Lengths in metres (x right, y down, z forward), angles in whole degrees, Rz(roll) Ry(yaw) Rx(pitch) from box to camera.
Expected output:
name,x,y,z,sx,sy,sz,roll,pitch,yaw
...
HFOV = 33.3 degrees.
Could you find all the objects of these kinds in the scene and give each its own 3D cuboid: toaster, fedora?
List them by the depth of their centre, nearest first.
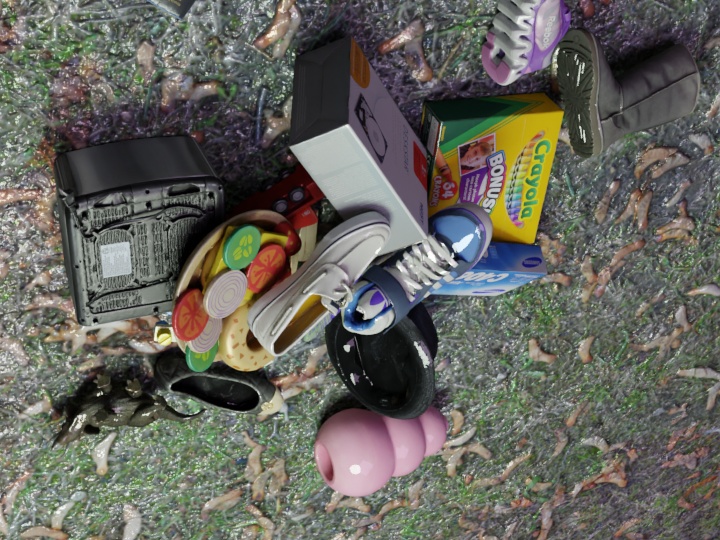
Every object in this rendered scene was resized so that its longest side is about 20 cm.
name,x,y,z,sx,sy,sz,roll,pitch,yaw
toaster,-0.251,-0.051,1.364,0.181,0.119,0.200,-11,129,-18
fedora,0.045,0.100,1.618,0.092,0.200,0.201,-39,142,-40

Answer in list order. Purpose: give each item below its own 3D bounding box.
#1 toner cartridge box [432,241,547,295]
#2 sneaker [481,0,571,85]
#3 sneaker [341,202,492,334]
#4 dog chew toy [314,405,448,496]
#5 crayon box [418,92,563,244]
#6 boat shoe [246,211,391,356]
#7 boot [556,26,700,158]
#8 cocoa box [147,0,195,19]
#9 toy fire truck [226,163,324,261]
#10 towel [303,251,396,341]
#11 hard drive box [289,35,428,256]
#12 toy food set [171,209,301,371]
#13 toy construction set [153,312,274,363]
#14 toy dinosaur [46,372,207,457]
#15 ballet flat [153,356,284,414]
name,x,y,z,sx,sy,sz,roll,pitch,yaw
toner cartridge box,0.148,-0.002,1.576,0.200,0.043,0.095,2,159,-46
sneaker,0.211,-0.315,1.419,0.088,0.081,0.200,-8,132,-28
sneaker,0.058,0.010,1.416,0.081,0.146,0.200,51,131,-4
dog chew toy,0.036,0.247,1.727,0.200,0.125,0.125,-14,130,-26
crayon box,0.155,-0.121,1.542,0.172,0.058,0.200,-7,127,-21
boat shoe,-0.037,0.020,1.346,0.200,0.070,0.071,-39,141,3
boot,0.343,-0.245,1.510,0.200,0.073,0.182,-25,126,-22
cocoa box,-0.227,-0.357,1.136,0.200,0.133,0.131,25,111,-37
toy fire truck,-0.073,-0.057,1.490,0.200,0.049,0.141,-33,133,2
towel,0.000,0.000,1.494,0.200,0.023,0.144,-42,167,-28
hard drive box,0.001,-0.140,1.383,0.077,0.156,0.200,-18,136,21
toy food set,-0.139,0.025,1.374,0.198,0.049,0.200,6,111,-55
toy construction set,-0.151,0.062,1.506,0.200,0.092,0.131,24,109,-42
toy dinosaur,-0.301,0.174,1.536,0.200,0.077,0.102,-10,165,-21
ballet flat,-0.186,0.163,1.596,0.200,0.057,0.066,19,115,-34
